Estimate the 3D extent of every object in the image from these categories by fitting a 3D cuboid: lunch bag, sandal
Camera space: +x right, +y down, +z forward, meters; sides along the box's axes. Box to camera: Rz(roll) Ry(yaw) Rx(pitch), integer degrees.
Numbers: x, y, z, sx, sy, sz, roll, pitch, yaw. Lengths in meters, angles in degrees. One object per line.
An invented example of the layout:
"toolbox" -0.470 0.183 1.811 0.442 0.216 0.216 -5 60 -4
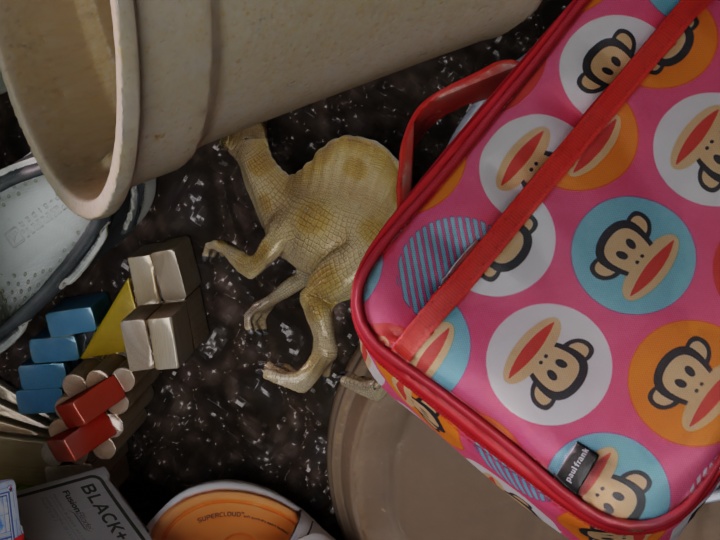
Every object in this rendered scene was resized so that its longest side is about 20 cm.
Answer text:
"lunch bag" 0.094 -0.014 0.770 0.176 0.082 0.200 37 78 16
"sandal" -0.003 0.166 0.893 0.207 0.059 0.079 44 68 -5

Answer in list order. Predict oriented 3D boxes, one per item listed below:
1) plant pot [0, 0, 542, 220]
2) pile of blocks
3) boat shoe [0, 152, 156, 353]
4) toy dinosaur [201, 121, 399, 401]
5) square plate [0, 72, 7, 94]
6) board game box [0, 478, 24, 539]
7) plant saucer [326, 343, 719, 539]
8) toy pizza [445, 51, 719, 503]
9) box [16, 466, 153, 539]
"plant pot" -0.034 -0.136 0.760 0.182 0.200 0.202 -14 105 -20
"pile of blocks" -0.136 0.071 0.921 0.082 0.062 0.201 28 109 3
"boat shoe" -0.178 0.005 0.913 0.200 0.060 0.076 -41 93 19
"toy dinosaur" 0.000 0.000 0.836 0.199 0.058 0.102 28 106 27
"square plate" -0.197 -0.150 0.800 0.028 0.200 0.199 -4 105 19
"board game box" -0.180 0.173 0.868 0.200 0.061 0.201 -48 59 56
"plant saucer" 0.079 0.091 0.897 0.199 0.029 0.201 4 106 13
"toy pizza" 0.121 -0.005 0.835 0.199 0.032 0.202 1 93 11
"box" -0.121 0.199 0.898 0.117 0.060 0.201 48 138 40
